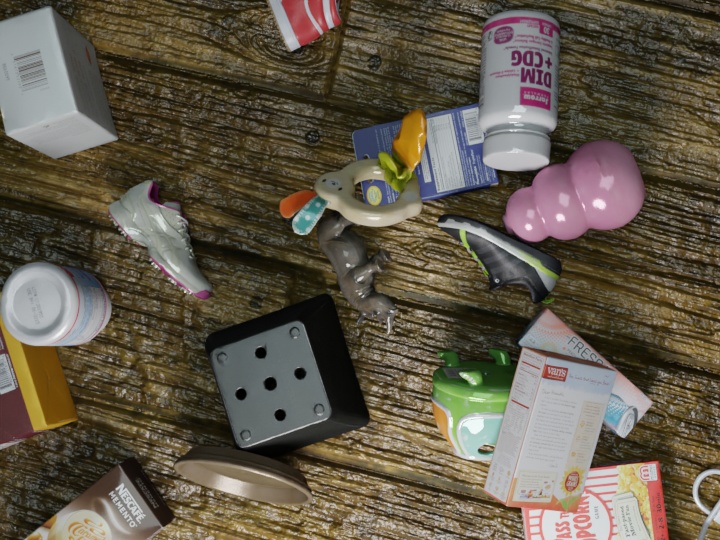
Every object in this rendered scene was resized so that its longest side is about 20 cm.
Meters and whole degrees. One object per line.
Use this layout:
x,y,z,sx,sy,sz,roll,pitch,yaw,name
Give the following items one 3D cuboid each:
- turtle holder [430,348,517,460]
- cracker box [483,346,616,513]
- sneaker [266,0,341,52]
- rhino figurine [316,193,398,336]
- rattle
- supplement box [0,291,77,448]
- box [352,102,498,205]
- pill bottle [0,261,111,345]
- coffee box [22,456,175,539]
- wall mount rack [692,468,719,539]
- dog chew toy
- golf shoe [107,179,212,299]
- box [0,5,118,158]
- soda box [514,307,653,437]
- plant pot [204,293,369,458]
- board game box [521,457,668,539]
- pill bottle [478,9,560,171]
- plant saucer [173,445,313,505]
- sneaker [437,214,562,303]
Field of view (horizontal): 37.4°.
0.185,0.187,1.482,0.183,0.140,0.134,-5,103,-35,turtle holder
0.252,0.213,1.412,0.132,0.057,0.204,13,94,-33,cracker box
-0.094,-0.437,1.561,0.111,0.071,0.203,-22,92,6,sneaker
0.000,0.000,1.528,0.087,0.060,0.203,-26,85,29,rhino figurine
-0.011,-0.133,1.451,0.196,0.144,0.132,-1,61,-7,rattle
-0.544,0.159,1.521,0.197,0.133,0.200,-20,85,2,supplement box
0.093,-0.164,1.549,0.196,0.032,0.124,-11,85,3,box
-0.417,0.050,1.485,0.106,0.200,0.111,0,86,3,pill bottle
-0.381,0.376,1.521,0.199,0.080,0.115,-39,85,1,coffee box
0.536,0.373,1.462,0.199,0.075,0.175,35,89,6,wall mount rack
0.295,-0.100,1.493,0.197,0.124,0.126,-23,85,10,dog chew toy
-0.277,-0.047,1.548,0.092,0.075,0.200,-44,86,-3,golf shoe
-0.436,-0.260,1.508,0.104,0.200,0.155,-16,85,1,box
0.312,0.143,1.499,0.199,0.064,0.069,42,90,6,soda box
-0.112,0.155,1.471,0.196,0.177,0.203,-18,86,3,plant pot
0.326,0.351,1.492,0.196,0.046,0.155,-7,86,3,board game box
0.223,-0.250,1.496,0.111,0.113,0.204,3,80,4,pill bottle
-0.158,0.281,1.462,0.196,0.201,0.030,11,66,5,plant saucer
0.191,-0.013,1.513,0.197,0.072,0.084,26,97,9,sneaker
